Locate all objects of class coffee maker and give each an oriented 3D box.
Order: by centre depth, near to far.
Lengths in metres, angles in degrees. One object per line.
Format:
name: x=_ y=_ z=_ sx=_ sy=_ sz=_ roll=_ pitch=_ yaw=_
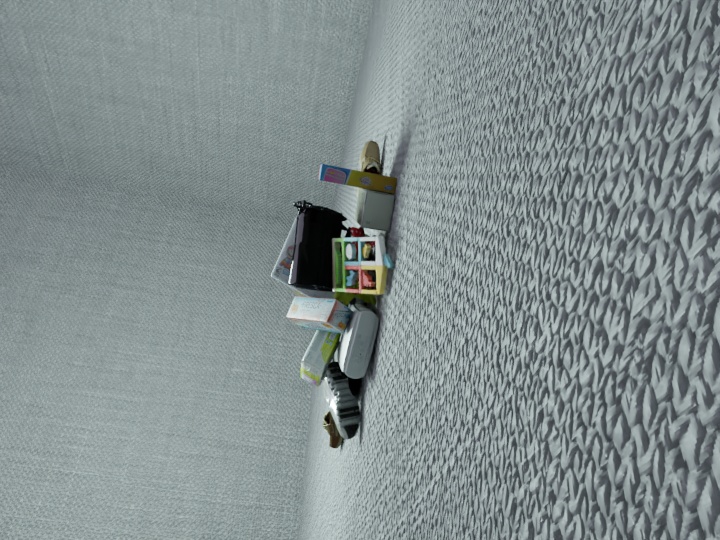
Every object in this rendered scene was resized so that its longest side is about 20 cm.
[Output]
coffee maker: x=-0.124 y=-0.055 z=1.527 sx=0.132 sy=0.189 sz=0.208 roll=0 pitch=81 yaw=45

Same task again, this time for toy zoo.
toy zoo: x=0.003 y=-0.013 z=1.424 sx=0.196 sy=0.020 sz=0.137 roll=2 pitch=94 yaw=47

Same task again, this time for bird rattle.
bird rattle: x=-0.011 y=-0.012 z=1.557 sx=0.163 sy=0.108 sz=0.208 roll=-168 pitch=80 yaw=-88

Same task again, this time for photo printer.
photo printer: x=-0.010 y=0.175 z=1.539 sx=0.200 sy=0.067 sz=0.172 roll=-152 pitch=77 yaw=-83

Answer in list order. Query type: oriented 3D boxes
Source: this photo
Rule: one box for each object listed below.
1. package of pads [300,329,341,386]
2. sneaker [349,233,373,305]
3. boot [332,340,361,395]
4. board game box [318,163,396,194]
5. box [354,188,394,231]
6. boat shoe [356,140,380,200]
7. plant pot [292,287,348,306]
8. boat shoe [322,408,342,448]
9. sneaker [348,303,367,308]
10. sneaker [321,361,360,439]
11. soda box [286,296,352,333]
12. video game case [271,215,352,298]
package of pads: x=-0.109 y=0.226 z=1.646 sx=0.201 sy=0.066 sz=0.158 roll=104 pitch=-168 yaw=-65
sneaker: x=0.000 y=0.000 z=1.704 sx=0.130 sy=0.076 sz=0.207 roll=6 pitch=-97 yaw=-87
boot: x=-0.040 y=0.281 z=1.699 sx=0.163 sy=0.071 sz=0.205 roll=109 pitch=162 yaw=-65
board game box: x=-0.012 y=-0.241 z=1.555 sx=0.153 sy=0.193 sz=0.042 roll=-120 pitch=40 yaw=-78
box: x=0.034 y=-0.165 z=1.574 sx=0.200 sy=0.075 sz=0.099 roll=-114 pitch=33 yaw=-77
boat shoe: x=0.035 y=-0.308 z=1.822 sx=0.069 sy=0.071 sz=0.208 roll=152 pitch=126 yaw=-66
plant pot: x=-0.113 y=0.043 z=1.718 sx=0.202 sy=0.193 sz=0.178 roll=109 pitch=146 yaw=-57
boat shoe: x=-0.080 y=0.457 z=1.810 sx=0.077 sy=0.071 sz=0.205 roll=-91 pitch=12 yaw=-56
sneaker: x=-0.015 y=0.133 z=1.755 sx=0.200 sy=0.074 sz=0.119 roll=-162 pitch=93 yaw=-81
sneaker: x=-0.055 y=0.347 z=1.561 sx=0.081 sy=0.073 sz=0.205 roll=-49 pitch=47 yaw=43
soda box: x=-0.109 y=0.114 z=1.545 sx=0.197 sy=0.068 sz=0.065 roll=1 pitch=61 yaw=51
video game case: x=-0.128 y=-0.026 z=1.634 sx=0.187 sy=0.195 sz=0.024 roll=-65 pitch=-15 yaw=1
